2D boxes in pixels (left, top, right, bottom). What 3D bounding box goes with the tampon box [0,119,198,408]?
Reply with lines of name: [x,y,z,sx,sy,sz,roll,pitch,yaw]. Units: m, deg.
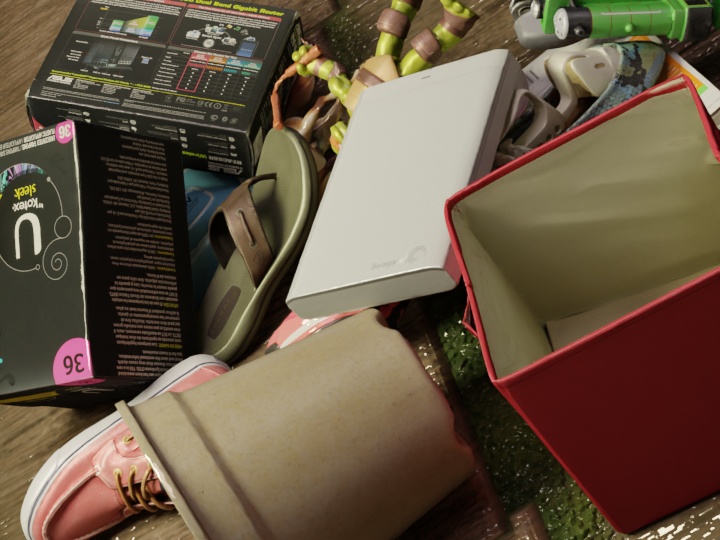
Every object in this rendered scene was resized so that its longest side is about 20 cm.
tampon box: [-0.227,0.001,1.469,0.150,0.126,0.200,-13,77,36]

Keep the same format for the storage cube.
storage cube: [0.179,0.024,1.156,0.200,0.180,0.171,-29,40,14]

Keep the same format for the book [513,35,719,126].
book: [0.184,-0.115,1.390,0.134,0.048,0.200,-38,37,4]

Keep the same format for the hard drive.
hard drive: [0.031,-0.061,1.284,0.132,0.026,0.200,-13,43,36]

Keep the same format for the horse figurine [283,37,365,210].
horse figurine: [-0.038,-0.093,1.526,0.133,0.050,0.200,-41,42,37]

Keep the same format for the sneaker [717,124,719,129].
sneaker: [0.224,-0.063,1.269,0.200,0.093,0.070,-36,39,5]

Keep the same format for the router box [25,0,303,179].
router box: [-0.164,-0.164,1.576,0.200,0.062,0.150,11,53,11]

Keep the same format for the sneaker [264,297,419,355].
sneaker: [0.000,0.000,1.366,0.200,0.074,0.087,-42,53,28]

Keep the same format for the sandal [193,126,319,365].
sandal: [-0.091,-0.020,1.464,0.080,0.057,0.201,20,87,52]

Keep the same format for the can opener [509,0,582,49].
can opener: [0.212,-0.211,1.416,0.200,0.053,0.067,-14,64,-1]

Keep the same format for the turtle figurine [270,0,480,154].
turtle figurine: [0.026,-0.142,1.426,0.161,0.064,0.200,-57,45,9]

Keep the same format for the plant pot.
plant pot: [-0.033,0.127,1.239,0.183,0.200,0.200,-31,38,-8]

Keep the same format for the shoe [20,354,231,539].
shoe: [-0.162,0.151,1.389,0.200,0.071,0.091,-40,36,-5]

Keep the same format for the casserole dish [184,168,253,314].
casserole dish: [-0.153,-0.021,1.572,0.121,0.039,0.200,24,69,47]

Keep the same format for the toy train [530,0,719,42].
toy train: [0.224,-0.190,1.361,0.200,0.042,0.056,-6,37,-14]

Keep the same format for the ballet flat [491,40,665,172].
ballet flat: [0.141,-0.114,1.320,0.074,0.074,0.200,19,60,47]

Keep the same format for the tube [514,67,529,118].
tube: [0.056,-0.129,1.483,0.058,0.052,0.200,-20,6,-33]
